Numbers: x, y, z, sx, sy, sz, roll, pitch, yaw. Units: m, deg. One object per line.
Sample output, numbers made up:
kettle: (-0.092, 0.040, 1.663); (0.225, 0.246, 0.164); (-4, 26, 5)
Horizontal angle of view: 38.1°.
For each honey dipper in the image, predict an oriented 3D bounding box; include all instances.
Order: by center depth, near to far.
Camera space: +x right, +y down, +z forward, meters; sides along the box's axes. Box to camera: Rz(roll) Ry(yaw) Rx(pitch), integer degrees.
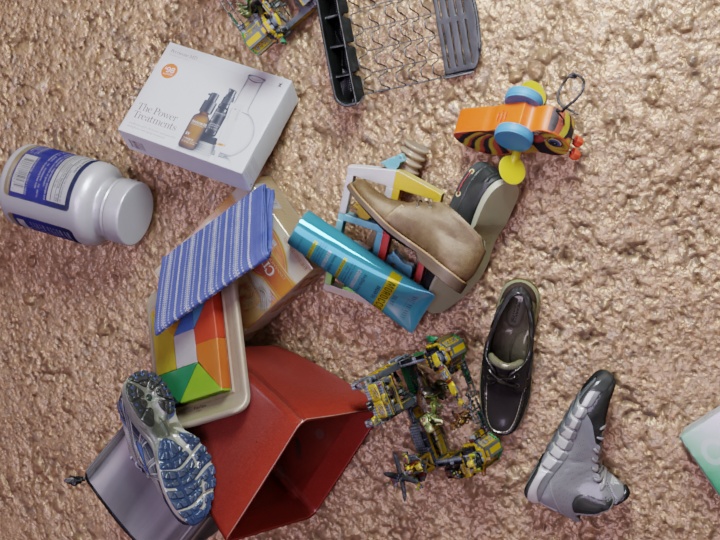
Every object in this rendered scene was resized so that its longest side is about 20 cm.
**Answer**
honey dipper: (0.033, -0.073, 1.366); (0.038, 0.038, 0.203); (29, 108, 16)

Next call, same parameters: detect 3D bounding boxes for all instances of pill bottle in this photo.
pill bottle: (-0.403, -0.102, 1.490); (0.197, 0.119, 0.122); (15, 102, 19)

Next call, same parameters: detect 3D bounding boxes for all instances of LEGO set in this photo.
LEGO set: (0.076, 0.187, 1.305); (0.152, 0.115, 0.204); (-8, 100, 45)
LEGO set: (-0.123, -0.383, 1.332); (0.115, 0.154, 0.202); (-35, 87, 21)

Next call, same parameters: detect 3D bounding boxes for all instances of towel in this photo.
towel: (-0.187, -0.015, 1.340); (0.198, 0.146, 0.024); (-33, 126, 23)

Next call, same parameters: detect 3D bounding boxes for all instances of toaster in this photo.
toaster: (-0.265, 0.289, 1.438); (0.181, 0.199, 0.119); (45, 114, 12)

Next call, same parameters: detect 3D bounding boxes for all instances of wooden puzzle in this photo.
wooden puzzle: (-0.219, 0.100, 1.352); (0.183, 0.037, 0.204); (-20, 67, 39)

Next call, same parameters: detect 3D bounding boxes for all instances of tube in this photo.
tube: (0.000, 0.000, 1.334); (0.198, 0.051, 0.078); (34, 139, 3)

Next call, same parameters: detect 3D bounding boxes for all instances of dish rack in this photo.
dish rack: (0.051, -0.302, 1.315); (0.196, 0.054, 0.157); (-8, 99, 21)

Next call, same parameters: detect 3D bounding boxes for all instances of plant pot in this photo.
plant pot: (-0.124, 0.208, 1.385); (0.176, 0.199, 0.201); (42, 109, 27)

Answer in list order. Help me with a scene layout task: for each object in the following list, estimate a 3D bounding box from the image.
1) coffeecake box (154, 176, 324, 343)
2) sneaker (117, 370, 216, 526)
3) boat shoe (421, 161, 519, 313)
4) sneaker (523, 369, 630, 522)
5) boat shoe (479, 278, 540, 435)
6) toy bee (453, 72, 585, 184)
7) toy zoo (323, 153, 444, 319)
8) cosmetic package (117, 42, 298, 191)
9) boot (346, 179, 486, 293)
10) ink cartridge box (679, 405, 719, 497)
coffeecake box: (-0.161, -0.004, 1.429); (0.200, 0.073, 0.154); (-41, 80, 21)
sneaker: (-0.250, 0.230, 1.322); (0.085, 0.076, 0.203); (-37, 74, 48)
boat shoe: (0.128, -0.039, 1.318); (0.063, 0.073, 0.204); (47, 120, 41)
sneaker: (0.292, 0.225, 1.282); (0.114, 0.075, 0.202); (30, 116, 11)
boat shoe: (0.182, 0.113, 1.309); (0.072, 0.065, 0.204); (7, 100, 18)
toy bee: (0.209, -0.160, 1.247); (0.132, 0.108, 0.199); (-59, 33, -1)
toy zoo: (0.031, -0.052, 1.344); (0.129, 0.020, 0.204); (18, 109, 13)
cosmetic package: (-0.203, -0.209, 1.398); (0.197, 0.052, 0.153); (20, 68, 18)
boot: (0.069, -0.061, 1.278); (0.199, 0.073, 0.076); (39, 97, 19)
ink cartridge box: (0.497, 0.204, 1.205); (0.199, 0.050, 0.162); (-38, 82, 23)
